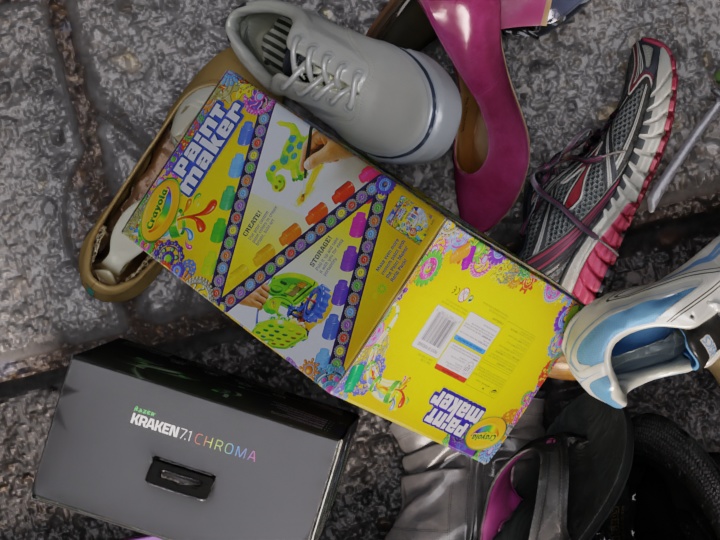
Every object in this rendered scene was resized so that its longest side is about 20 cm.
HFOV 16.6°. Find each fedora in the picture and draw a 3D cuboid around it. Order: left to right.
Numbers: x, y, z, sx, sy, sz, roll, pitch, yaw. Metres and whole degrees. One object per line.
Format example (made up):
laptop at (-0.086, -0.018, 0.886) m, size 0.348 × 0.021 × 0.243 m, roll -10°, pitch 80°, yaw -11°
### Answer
fedora at (0.228, 0.182, 1.562) m, size 0.091 × 0.200 × 0.201 m, roll -11°, pitch 91°, yaw -28°

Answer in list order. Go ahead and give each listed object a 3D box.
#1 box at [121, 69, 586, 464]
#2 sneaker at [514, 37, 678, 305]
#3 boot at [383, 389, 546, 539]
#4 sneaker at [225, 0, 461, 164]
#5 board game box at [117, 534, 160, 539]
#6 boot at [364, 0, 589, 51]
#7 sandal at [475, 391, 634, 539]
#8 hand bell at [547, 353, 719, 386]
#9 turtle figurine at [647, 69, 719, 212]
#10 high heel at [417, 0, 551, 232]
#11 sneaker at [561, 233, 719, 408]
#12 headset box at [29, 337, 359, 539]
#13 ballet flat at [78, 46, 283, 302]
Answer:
box at (0.000, 0.000, 1.500) m, size 0.193 × 0.200 × 0.122 m, roll 36°, pitch 94°, yaw 34°
sneaker at (0.147, -0.058, 1.585) m, size 0.075 × 0.081 × 0.200 m, roll 25°, pitch 93°, yaw 4°
boot at (0.036, 0.153, 1.610) m, size 0.199 × 0.070 × 0.132 m, roll -16°, pitch 88°, yaw -8°
sneaker at (-0.017, -0.116, 1.528) m, size 0.071 × 0.200 × 0.073 m, roll 8°, pitch 103°, yaw -39°
board game box at (-0.180, 0.244, 1.637) m, size 0.199 × 0.032 × 0.120 m, roll -13°, pitch 87°, yaw 3°
boot at (0.084, -0.171, 1.588) m, size 0.097 × 0.075 × 0.200 m, roll 42°, pitch 91°, yaw 4°
sandal at (0.102, 0.158, 1.539) m, size 0.048 × 0.075 × 0.201 m, roll 39°, pitch 83°, yaw -43°
hand bell at (0.197, 0.050, 1.564) m, size 0.199 × 0.104 × 0.104 m, roll -1°, pitch 92°, yaw -3°
turtle figurine at (0.280, -0.141, 1.545) m, size 0.199 × 0.144 × 0.195 m, roll -5°, pitch 86°, yaw -2°
high heel at (0.061, -0.107, 1.554) m, size 0.096 × 0.067 × 0.200 m, roll -6°, pitch 130°, yaw -24°
sneaker at (0.219, 0.019, 1.498) m, size 0.200 × 0.072 × 0.073 m, roll -31°, pitch 48°, yaw 0°
headset box at (-0.099, 0.115, 1.542) m, size 0.174 × 0.200 × 0.093 m, roll 17°, pitch 92°, yaw 1°
ballet flat at (-0.114, -0.061, 1.606) m, size 0.069 × 0.063 × 0.200 m, roll 33°, pitch 93°, yaw 1°
